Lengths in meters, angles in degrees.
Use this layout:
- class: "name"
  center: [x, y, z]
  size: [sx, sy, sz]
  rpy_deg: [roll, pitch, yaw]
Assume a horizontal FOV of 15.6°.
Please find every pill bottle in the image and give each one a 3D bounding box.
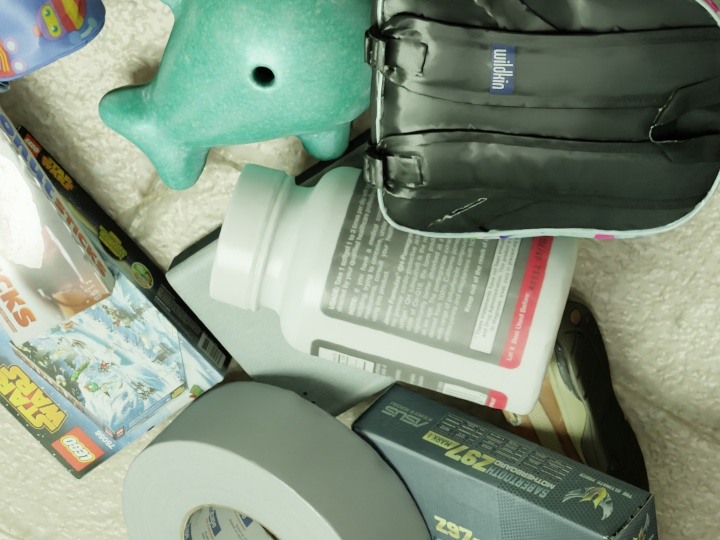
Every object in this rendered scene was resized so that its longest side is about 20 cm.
- class: "pill bottle"
  center: [0.018, 0.004, 1.511]
  size: [0.199, 0.111, 0.111]
  rpy_deg: [16, 123, 3]

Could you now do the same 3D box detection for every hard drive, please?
- class: "hard drive"
  center: [0.000, 0.000, 1.598]
  size: [0.199, 0.033, 0.140]
  rpy_deg: [-32, 109, 26]

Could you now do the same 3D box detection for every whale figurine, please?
- class: "whale figurine"
  center: [-0.069, -0.113, 1.503]
  size: [0.200, 0.104, 0.159]
  rpy_deg: [-35, 108, 28]

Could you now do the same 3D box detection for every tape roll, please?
- class: "tape roll"
  center: [-0.052, 0.169, 1.646]
  size: [0.199, 0.066, 0.201]
  rpy_deg: [23, 137, 24]

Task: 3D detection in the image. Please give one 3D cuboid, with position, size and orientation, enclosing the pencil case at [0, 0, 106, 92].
- class: "pencil case"
  center: [-0.223, -0.204, 1.499]
  size: [0.078, 0.087, 0.201]
  rpy_deg: [-38, 115, -19]

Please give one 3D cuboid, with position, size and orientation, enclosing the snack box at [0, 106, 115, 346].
- class: "snack box"
  center: [-0.229, -0.053, 1.571]
  size: [0.072, 0.024, 0.201]
  rpy_deg: [-27, 110, 14]

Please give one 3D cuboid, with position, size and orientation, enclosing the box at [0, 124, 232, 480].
- class: "box"
  center: [-0.194, 0.023, 1.649]
  size: [0.137, 0.040, 0.200]
  rpy_deg: [-34, 108, 26]

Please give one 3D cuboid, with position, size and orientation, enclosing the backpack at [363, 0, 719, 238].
- class: "backpack"
  center: [0.109, -0.109, 1.439]
  size: [0.198, 0.151, 0.179]
  rpy_deg: [4, 119, 8]

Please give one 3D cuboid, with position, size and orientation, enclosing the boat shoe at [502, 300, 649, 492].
- class: "boat shoe"
  center: [0.127, 0.113, 1.621]
  size: [0.073, 0.076, 0.201]
  rpy_deg: [-9, 110, 23]

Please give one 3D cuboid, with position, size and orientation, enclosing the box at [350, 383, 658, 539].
- class: "box"
  center: [0.092, 0.171, 1.606]
  size: [0.199, 0.051, 0.159]
  rpy_deg: [22, 138, 33]
